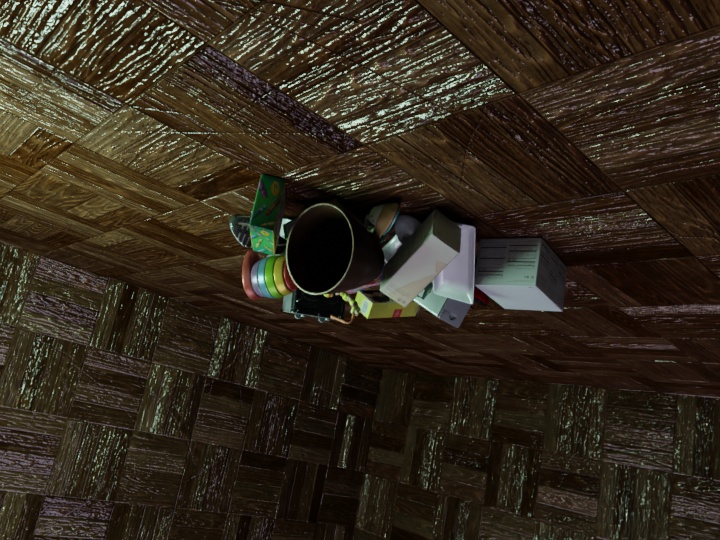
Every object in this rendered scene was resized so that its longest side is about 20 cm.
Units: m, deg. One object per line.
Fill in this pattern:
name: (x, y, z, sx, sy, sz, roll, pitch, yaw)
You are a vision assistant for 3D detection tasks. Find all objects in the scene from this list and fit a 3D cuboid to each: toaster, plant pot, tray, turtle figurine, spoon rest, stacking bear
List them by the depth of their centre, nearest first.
plant pot: (-0.035, -0.034, 1.376, 0.182, 0.194, 0.198, 2, 174, 34)
tray: (0.214, -0.024, 1.407, 0.105, 0.022, 0.205, 15, 127, 28)
spoon rest: (0.102, -0.077, 1.460, 0.099, 0.061, 0.200, 39, 153, -7)
turtle figurine: (-0.041, 0.015, 1.499, 0.201, 0.159, 0.065, 49, 154, 20)
stacking bear: (-0.195, 0.010, 1.591, 0.194, 0.116, 0.123, -8, 135, 23)
toaster: (-0.136, 0.048, 1.878, 0.176, 0.207, 0.118, 9, 170, -24)

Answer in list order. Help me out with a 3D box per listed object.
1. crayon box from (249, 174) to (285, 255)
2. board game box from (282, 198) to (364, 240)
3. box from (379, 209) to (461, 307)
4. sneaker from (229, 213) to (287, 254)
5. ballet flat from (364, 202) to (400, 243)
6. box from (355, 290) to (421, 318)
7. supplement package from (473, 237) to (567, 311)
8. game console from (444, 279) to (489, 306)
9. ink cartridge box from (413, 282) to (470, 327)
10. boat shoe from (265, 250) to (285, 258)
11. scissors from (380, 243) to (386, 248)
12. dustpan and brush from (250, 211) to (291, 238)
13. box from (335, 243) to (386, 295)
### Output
crayon box: (-0.211, -0.123, 1.423, 0.056, 0.123, 0.200, 12, 165, -4)
board game box: (-0.071, -0.085, 1.485, 0.150, 0.041, 0.199, -23, 152, 20)
box: (0.130, -0.024, 1.358, 0.077, 0.096, 0.200, 31, 129, -14)
sneaker: (-0.278, -0.100, 1.629, 0.080, 0.075, 0.199, 37, -175, 36)
ballet flat: (0.040, -0.108, 1.387, 0.062, 0.070, 0.200, 26, 163, -1)
box: (0.079, 0.092, 1.716, 0.196, 0.051, 0.075, 2, -154, -43)
supplement package: (0.377, 0.013, 1.454, 0.152, 0.114, 0.199, 1, 161, 36)
game console: (0.216, 0.019, 1.598, 0.118, 0.176, 0.197, -37, 140, 27)
ink cartridge box: (0.183, 0.055, 1.655, 0.198, 0.084, 0.145, 34, -176, 35)
boat shoe: (-0.167, -0.022, 1.672, 0.195, 0.073, 0.064, -3, 119, 34)
scissors: (0.000, 0.000, 1.564, 0.073, 0.202, 0.014, 43, 161, -16)
dustpan and brush: (-0.187, -0.114, 1.591, 0.193, 0.059, 0.140, 7, 174, -7)
box: (-0.001, 0.001, 1.680, 0.092, 0.106, 0.199, -8, 175, -24)
